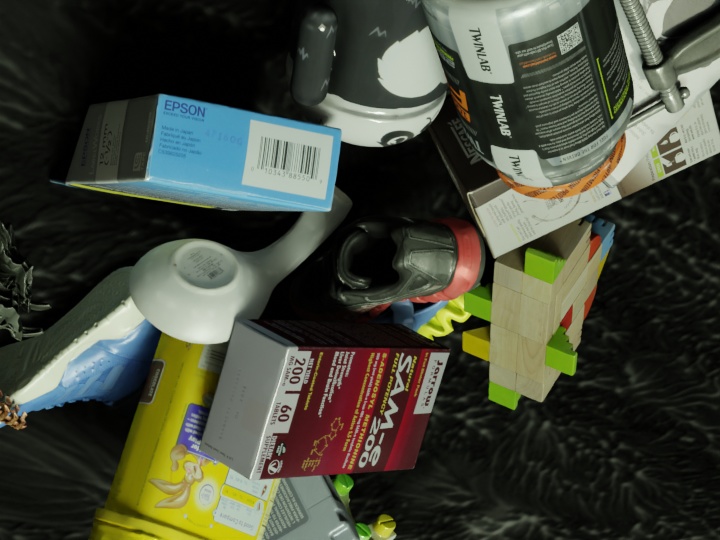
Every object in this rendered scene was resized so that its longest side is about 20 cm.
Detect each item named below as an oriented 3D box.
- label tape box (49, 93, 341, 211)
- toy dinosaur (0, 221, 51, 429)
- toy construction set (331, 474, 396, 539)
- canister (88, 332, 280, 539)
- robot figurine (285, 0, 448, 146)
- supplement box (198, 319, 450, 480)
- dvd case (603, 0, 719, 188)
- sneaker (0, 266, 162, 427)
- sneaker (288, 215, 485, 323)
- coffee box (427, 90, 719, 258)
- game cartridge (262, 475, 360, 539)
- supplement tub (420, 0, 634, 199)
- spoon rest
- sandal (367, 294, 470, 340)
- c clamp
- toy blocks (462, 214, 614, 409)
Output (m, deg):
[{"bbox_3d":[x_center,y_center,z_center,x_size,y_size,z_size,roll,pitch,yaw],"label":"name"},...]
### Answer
[{"bbox_3d":[-0.123,-0.082,1.438,0.143,0.200,0.066,8,89,-28],"label":"label tape box"},{"bbox_3d":[-0.311,0.033,1.488,0.136,0.102,0.200,-28,136,11],"label":"toy dinosaur"},{"bbox_3d":[-0.062,0.229,1.738,0.092,0.131,0.200,-49,148,22],"label":"toy construction set"},{"bbox_3d":[-0.118,0.137,1.553,0.148,0.086,0.200,31,72,-49],"label":"canister"},{"bbox_3d":[0.017,-0.182,1.406,0.150,0.125,0.200,1,130,-17],"label":"robot figurine"},{"bbox_3d":[-0.024,0.098,1.531,0.200,0.061,0.109,2,108,-51],"label":"supplement box"},{"bbox_3d":[0.201,-0.177,1.440,0.150,0.025,0.200,40,100,-25],"label":"dvd case"},{"bbox_3d":[-0.223,0.092,1.590,0.200,0.077,0.111,-37,125,3],"label":"sneaker"},{"bbox_3d":[0.000,0.000,1.557,0.098,0.071,0.200,7,164,-42],"label":"sneaker"},{"bbox_3d":[0.164,-0.109,1.546,0.200,0.113,0.080,-26,135,0],"label":"coffee box"},{"bbox_3d":[-0.101,0.169,1.637,0.133,0.200,0.042,-32,160,10],"label":"game cartridge"},{"bbox_3d":[0.115,-0.147,1.329,0.122,0.123,0.200,-24,137,-1],"label":"supplement tub"},{"bbox_3d":[-0.090,-0.004,1.522,0.200,0.099,0.061,-32,154,-37],"label":"spoon rest"},{"bbox_3d":[0.006,0.055,1.663,0.087,0.080,0.200,29,106,-36],"label":"sandal"},{"bbox_3d":[0.211,-0.198,1.398,0.171,0.027,0.200,-26,123,-4],"label":"c clamp"},{"bbox_3d":[0.160,0.007,1.642,0.137,0.100,0.200,-54,156,-35],"label":"toy blocks"}]
